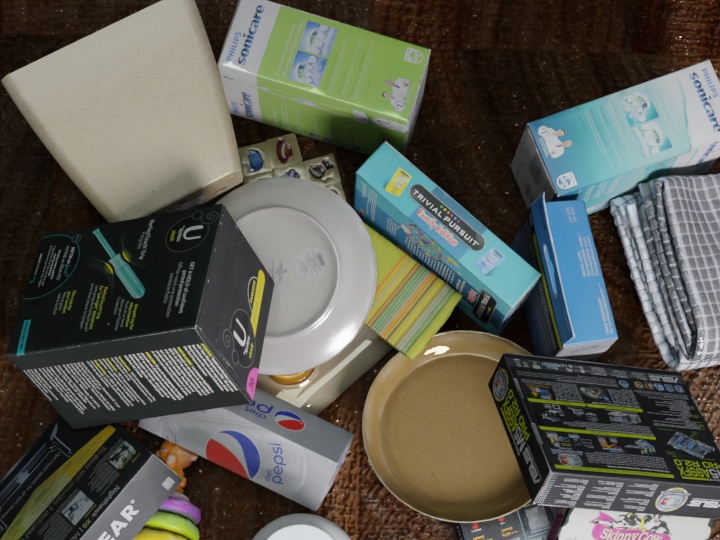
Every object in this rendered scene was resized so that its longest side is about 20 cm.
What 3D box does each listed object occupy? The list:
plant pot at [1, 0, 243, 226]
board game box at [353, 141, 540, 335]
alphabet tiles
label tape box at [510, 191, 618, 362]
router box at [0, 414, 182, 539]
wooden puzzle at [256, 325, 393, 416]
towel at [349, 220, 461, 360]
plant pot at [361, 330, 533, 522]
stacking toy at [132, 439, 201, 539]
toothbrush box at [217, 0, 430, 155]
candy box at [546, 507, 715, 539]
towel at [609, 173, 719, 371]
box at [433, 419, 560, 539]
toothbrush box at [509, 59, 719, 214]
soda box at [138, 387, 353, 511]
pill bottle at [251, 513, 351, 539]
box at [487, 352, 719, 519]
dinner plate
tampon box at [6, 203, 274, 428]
[{"bbox_3d":[-0.217,-0.138,1.533,0.200,0.200,0.177,-27,87,-5],"label":"plant pot"},{"bbox_3d":[0.082,-0.028,1.527,0.200,0.151,0.047,41,79,8],"label":"board game box"},{"bbox_3d":[-0.111,-0.051,1.604,0.200,0.006,0.166,-16,77,-4],"label":"alphabet tiles"},{"bbox_3d":[0.203,0.012,1.494,0.066,0.200,0.143,-10,77,-6],"label":"label tape box"},{"bbox_3d":[-0.287,0.232,1.464,0.200,0.052,0.157,-49,41,-10],"label":"router box"},{"bbox_3d":[-0.065,0.032,1.558,0.185,0.046,0.200,-41,83,-9],"label":"wooden puzzle"},{"bbox_3d":[0.000,0.000,1.538,0.200,0.018,0.086,37,74,11],"label":"towel"},{"bbox_3d":[0.102,0.155,1.497,0.200,0.027,0.200,-2,63,3],"label":"plant pot"},{"bbox_3d":[-0.196,0.255,1.490,0.116,0.110,0.200,0,63,16],"label":"stacking toy"},{"bbox_3d":[-0.037,-0.194,1.568,0.200,0.146,0.086,16,77,3],"label":"toothbrush box"},{"bbox_3d":[0.241,0.288,1.452,0.136,0.061,0.200,22,81,1],"label":"candy box"},{"bbox_3d":[0.364,-0.008,1.541,0.166,0.086,0.200,-9,75,-23],"label":"towel"},{"bbox_3d":[0.188,0.217,1.522,0.200,0.050,0.158,-16,78,-5],"label":"box"},{"bbox_3d":[0.266,-0.125,1.557,0.200,0.146,0.085,-20,78,-7],"label":"toothbrush box"},{"bbox_3d":[-0.113,0.158,1.511,0.200,0.068,0.063,25,115,5],"label":"soda box"},{"bbox_3d":[-0.054,0.285,1.424,0.111,0.200,0.111,0,76,-1],"label":"pill bottle"},{"bbox_3d":[0.235,0.154,1.431,0.200,0.044,0.160,7,38,-21],"label":"box"},{"bbox_3d":[-0.083,0.004,1.520,0.200,0.024,0.200,-1,84,9],"label":"dinner plate"},{"bbox_3d":[-0.202,0.045,1.440,0.200,0.126,0.150,-9,49,21],"label":"tampon box"}]
